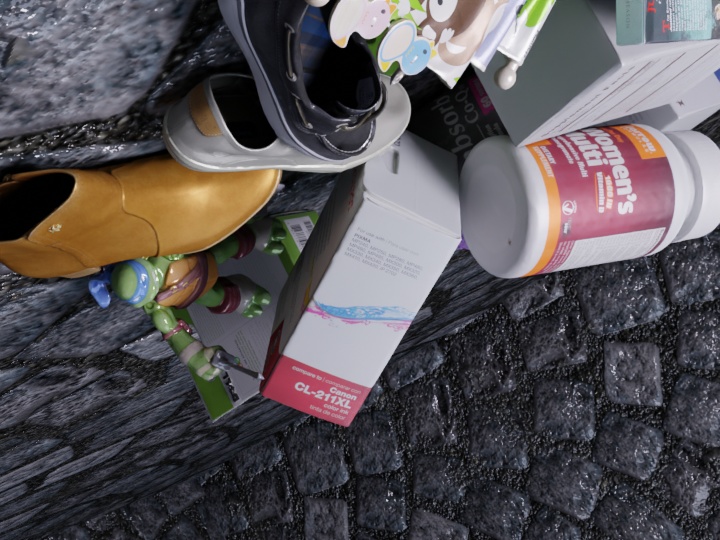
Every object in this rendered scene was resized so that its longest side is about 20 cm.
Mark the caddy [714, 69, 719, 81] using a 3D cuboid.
[{"bbox_3d":[0.427,-0.245,0.987,0.105,0.141,0.200,-23,169,-48],"label":"caddy"}]

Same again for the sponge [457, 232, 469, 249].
[{"bbox_3d":[0.117,-0.071,0.957,0.200,0.030,0.112,3,-124,45],"label":"sponge"}]

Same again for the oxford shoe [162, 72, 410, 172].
[{"bbox_3d":[-0.037,-0.107,0.685,0.200,0.075,0.058,-12,165,-38],"label":"oxford shoe"}]

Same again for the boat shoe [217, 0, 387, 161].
[{"bbox_3d":[-0.017,-0.114,0.584,0.070,0.066,0.200,-50,155,-12],"label":"boat shoe"}]

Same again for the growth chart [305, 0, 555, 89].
[{"bbox_3d":[0.055,-0.161,0.505,0.200,0.018,0.145,9,109,-55],"label":"growth chart"}]

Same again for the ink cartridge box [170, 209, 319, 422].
[{"bbox_3d":[-0.103,0.049,1.053,0.200,0.148,0.076,-34,169,35],"label":"ink cartridge box"}]

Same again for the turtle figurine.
[{"bbox_3d":[-0.105,0.012,0.854,0.200,0.144,0.194,-14,-177,19],"label":"turtle figurine"}]

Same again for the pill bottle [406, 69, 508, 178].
[{"bbox_3d":[0.094,-0.105,0.890,0.200,0.116,0.116,-31,169,15],"label":"pill bottle"}]

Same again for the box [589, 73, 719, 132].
[{"bbox_3d":[0.224,-0.152,0.965,0.097,0.125,0.200,-20,168,-41],"label":"box"}]

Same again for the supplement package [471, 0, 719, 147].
[{"bbox_3d":[0.188,-0.185,0.744,0.200,0.117,0.117,-19,168,-36],"label":"supplement package"}]

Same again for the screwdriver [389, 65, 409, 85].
[{"bbox_3d":[0.070,-0.175,0.557,0.200,0.029,0.028,-47,170,-18],"label":"screwdriver"}]

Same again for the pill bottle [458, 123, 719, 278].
[{"bbox_3d":[0.186,-0.059,0.798,0.200,0.110,0.110,-9,162,-25],"label":"pill bottle"}]

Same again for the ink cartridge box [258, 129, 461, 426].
[{"bbox_3d":[0.000,0.000,0.807,0.146,0.083,0.200,-83,-161,-58],"label":"ink cartridge box"}]

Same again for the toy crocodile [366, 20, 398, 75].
[{"bbox_3d":[0.031,-0.175,0.578,0.068,0.062,0.200,-57,173,-14],"label":"toy crocodile"}]

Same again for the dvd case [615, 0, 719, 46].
[{"bbox_3d":[0.214,-0.217,0.629,0.022,0.146,0.200,6,-164,40],"label":"dvd case"}]

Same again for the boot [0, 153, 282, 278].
[{"bbox_3d":[-0.157,-0.047,0.677,0.201,0.071,0.144,-24,170,4],"label":"boot"}]
